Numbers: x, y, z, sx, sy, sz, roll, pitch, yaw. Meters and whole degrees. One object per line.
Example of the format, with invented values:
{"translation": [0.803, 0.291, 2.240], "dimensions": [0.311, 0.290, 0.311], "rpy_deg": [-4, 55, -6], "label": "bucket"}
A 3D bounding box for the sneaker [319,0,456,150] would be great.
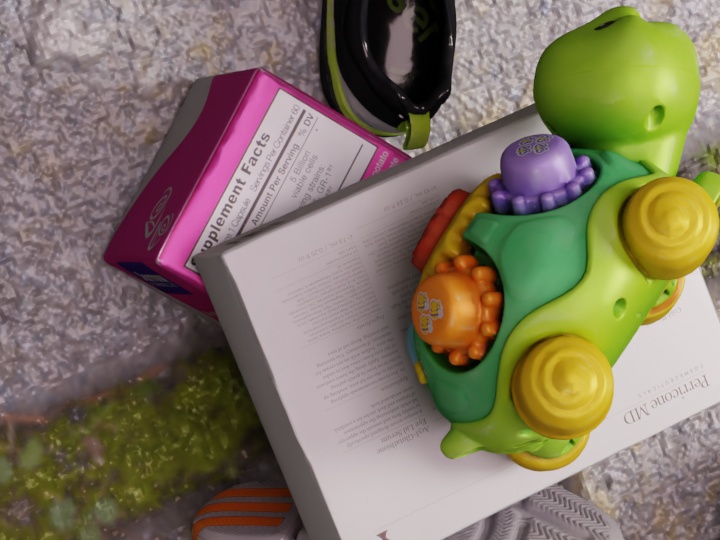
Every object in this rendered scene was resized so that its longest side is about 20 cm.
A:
{"translation": [0.019, -0.156, 1.299], "dimensions": [0.072, 0.083, 0.200], "rpy_deg": [-8, 93, -19], "label": "sneaker"}

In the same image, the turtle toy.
{"translation": [0.083, -0.011, 1.146], "dimensions": [0.101, 0.146, 0.200], "rpy_deg": [32, 79, 5], "label": "turtle toy"}

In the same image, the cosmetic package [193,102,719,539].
{"translation": [0.049, 0.023, 1.221], "dimensions": [0.200, 0.052, 0.151], "rpy_deg": [-24, 96, -17], "label": "cosmetic package"}

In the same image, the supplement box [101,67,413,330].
{"translation": [0.000, 0.000, 1.285], "dimensions": [0.200, 0.101, 0.103], "rpy_deg": [31, 81, -16], "label": "supplement box"}

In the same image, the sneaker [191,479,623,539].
{"translation": [0.026, 0.154, 1.283], "dimensions": [0.200, 0.078, 0.112], "rpy_deg": [1, 116, 21], "label": "sneaker"}
